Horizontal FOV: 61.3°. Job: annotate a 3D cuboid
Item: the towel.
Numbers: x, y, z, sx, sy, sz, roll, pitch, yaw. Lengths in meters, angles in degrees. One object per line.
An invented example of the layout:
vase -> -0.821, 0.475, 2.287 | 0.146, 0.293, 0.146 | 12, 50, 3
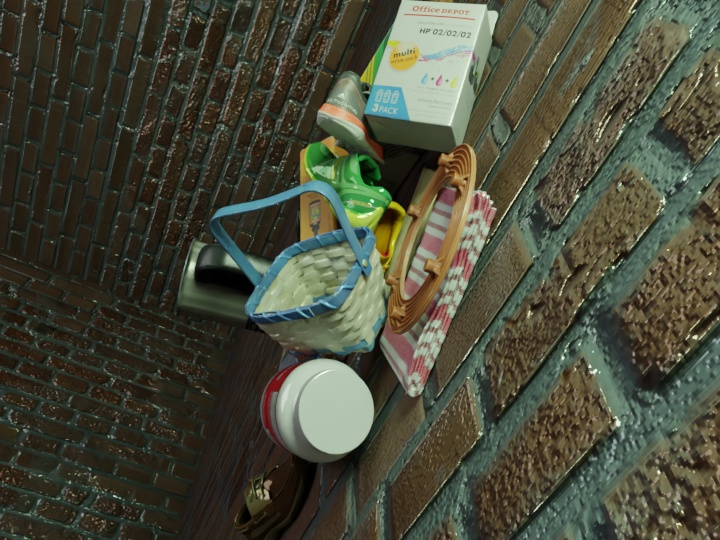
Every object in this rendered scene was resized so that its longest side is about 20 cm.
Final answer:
towel -> 0.069, 0.011, 0.630 | 0.146, 0.029, 0.205 | -132, 63, -77

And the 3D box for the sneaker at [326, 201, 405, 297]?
sneaker -> 0.000, 0.000, 0.802 | 0.077, 0.071, 0.206 | 15, 87, 69

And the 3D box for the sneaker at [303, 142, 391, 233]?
sneaker -> -0.014, -0.117, 0.802 | 0.083, 0.074, 0.201 | -43, 44, 8

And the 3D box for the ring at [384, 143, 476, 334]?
ring -> 0.065, -0.035, 0.626 | 0.200, 0.019, 0.206 | -159, 89, -82

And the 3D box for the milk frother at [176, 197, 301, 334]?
milk frother -> -0.167, -0.020, 0.935 | 0.182, 0.182, 0.204 | 117, 163, -48

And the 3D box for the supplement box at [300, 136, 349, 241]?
supplement box -> -0.048, -0.093, 0.906 | 0.065, 0.069, 0.206 | -16, 58, 25

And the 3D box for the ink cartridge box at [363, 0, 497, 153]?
ink cartridge box -> 0.090, -0.256, 0.744 | 0.068, 0.112, 0.206 | 46, -121, -64

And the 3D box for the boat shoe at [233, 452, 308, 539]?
boat shoe -> -0.134, 0.333, 0.883 | 0.077, 0.072, 0.203 | -89, 23, -57

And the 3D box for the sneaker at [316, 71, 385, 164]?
sneaker -> 0.005, -0.198, 0.796 | 0.200, 0.075, 0.084 | 17, -85, -79

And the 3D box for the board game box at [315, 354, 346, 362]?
board game box -> -0.033, 0.048, 0.984 | 0.199, 0.040, 0.206 | -160, 91, -78

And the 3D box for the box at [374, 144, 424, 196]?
box -> 0.056, -0.202, 0.916 | 0.201, 0.080, 0.070 | 124, 161, -51

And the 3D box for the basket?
basket -> -0.065, 0.000, 0.700 | 0.172, 0.202, 0.141 | -7, 41, 33

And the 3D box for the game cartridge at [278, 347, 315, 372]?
game cartridge -> -0.092, 0.095, 0.991 | 0.134, 0.040, 0.205 | 119, 165, -51

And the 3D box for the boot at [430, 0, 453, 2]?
boot -> 0.089, -0.414, 1.142 | 0.189, 0.067, 0.205 | -119, 52, -74

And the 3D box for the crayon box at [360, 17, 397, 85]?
crayon box -> 0.024, -0.297, 0.968 | 0.203, 0.051, 0.126 | -57, 8, 16

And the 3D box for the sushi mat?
sushi mat -> 0.059, -0.036, 0.791 | 0.096, 0.012, 0.205 | -126, 57, -76

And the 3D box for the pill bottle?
pill bottle -> -0.053, 0.165, 0.722 | 0.200, 0.109, 0.115 | 148, 142, -69
